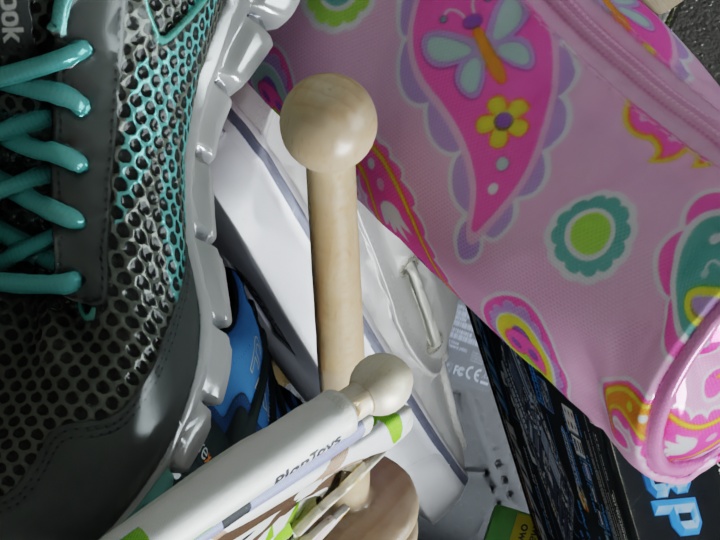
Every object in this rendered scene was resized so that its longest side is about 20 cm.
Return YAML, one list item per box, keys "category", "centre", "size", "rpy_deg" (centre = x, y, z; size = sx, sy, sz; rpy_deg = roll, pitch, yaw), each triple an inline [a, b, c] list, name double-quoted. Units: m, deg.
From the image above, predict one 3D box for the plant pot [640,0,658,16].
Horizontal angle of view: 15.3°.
- category: "plant pot"
  centre: [0.089, -0.043, 1.306]
  size: [0.200, 0.199, 0.180]
  rpy_deg: [7, 75, -82]

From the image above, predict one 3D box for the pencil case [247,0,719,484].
- category: "pencil case"
  centre: [0.037, -0.041, 0.650]
  size: [0.087, 0.200, 0.088]
  rpy_deg: [-30, 149, -21]

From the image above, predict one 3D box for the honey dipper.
- category: "honey dipper"
  centre: [-0.003, 0.025, 0.669]
  size: [0.201, 0.038, 0.038]
  rpy_deg: [90, 11, -49]

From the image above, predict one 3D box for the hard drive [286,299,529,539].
- category: "hard drive"
  centre: [0.006, 0.065, 0.955]
  size: [0.042, 0.134, 0.201]
  rpy_deg: [13, -95, 55]

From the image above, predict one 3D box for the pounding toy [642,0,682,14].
- category: "pounding toy"
  centre: [0.076, -0.212, 1.052]
  size: [0.201, 0.142, 0.184]
  rpy_deg: [62, 15, 24]

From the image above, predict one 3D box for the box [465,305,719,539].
- category: "box"
  centre: [0.077, 0.047, 0.787]
  size: [0.159, 0.046, 0.201]
  rpy_deg: [-139, -149, -76]

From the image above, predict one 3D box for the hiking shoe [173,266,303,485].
- category: "hiking shoe"
  centre: [-0.044, 0.033, 0.748]
  size: [0.200, 0.074, 0.087]
  rpy_deg: [-9, 107, -82]

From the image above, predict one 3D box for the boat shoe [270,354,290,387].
- category: "boat shoe"
  centre: [-0.025, -0.055, 0.831]
  size: [0.076, 0.071, 0.201]
  rpy_deg: [-32, 122, -49]

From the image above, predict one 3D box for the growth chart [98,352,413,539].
- category: "growth chart"
  centre: [-0.046, 0.078, 0.600]
  size: [0.144, 0.018, 0.200]
  rpy_deg: [-35, 167, -21]

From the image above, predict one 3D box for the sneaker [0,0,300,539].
- category: "sneaker"
  centre: [-0.069, -0.034, 0.583]
  size: [0.091, 0.077, 0.201]
  rpy_deg: [55, 38, -54]

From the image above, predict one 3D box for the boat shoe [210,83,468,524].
- category: "boat shoe"
  centre: [0.000, 0.000, 0.794]
  size: [0.066, 0.072, 0.200]
  rpy_deg: [-40, 133, -9]

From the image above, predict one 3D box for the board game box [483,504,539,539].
- category: "board game box"
  centre: [0.036, 0.192, 0.921]
  size: [0.135, 0.029, 0.201]
  rpy_deg: [63, 45, -71]
